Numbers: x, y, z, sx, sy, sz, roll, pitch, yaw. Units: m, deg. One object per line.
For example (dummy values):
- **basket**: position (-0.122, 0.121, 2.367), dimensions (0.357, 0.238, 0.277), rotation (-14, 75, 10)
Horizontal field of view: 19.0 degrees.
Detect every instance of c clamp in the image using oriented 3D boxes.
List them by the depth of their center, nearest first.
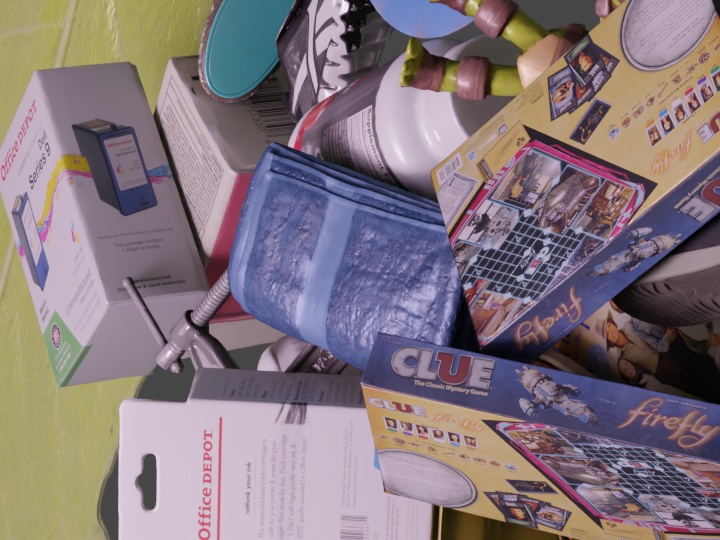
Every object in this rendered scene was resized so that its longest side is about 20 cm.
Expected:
- **c clamp**: position (-0.071, 0.019, 1.426), dimensions (0.200, 0.027, 0.171), rotation (-44, 65, 32)

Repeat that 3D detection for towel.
- **towel**: position (0.000, 0.000, 1.312), dimensions (0.199, 0.048, 0.112), rotation (23, 99, 39)

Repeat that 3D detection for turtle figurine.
- **turtle figurine**: position (0.112, -0.126, 1.239), dimensions (0.161, 0.064, 0.201), rotation (22, 113, 6)

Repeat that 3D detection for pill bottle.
- **pill bottle**: position (0.041, -0.084, 1.376), dimensions (0.200, 0.110, 0.111), rotation (-22, 79, 59)

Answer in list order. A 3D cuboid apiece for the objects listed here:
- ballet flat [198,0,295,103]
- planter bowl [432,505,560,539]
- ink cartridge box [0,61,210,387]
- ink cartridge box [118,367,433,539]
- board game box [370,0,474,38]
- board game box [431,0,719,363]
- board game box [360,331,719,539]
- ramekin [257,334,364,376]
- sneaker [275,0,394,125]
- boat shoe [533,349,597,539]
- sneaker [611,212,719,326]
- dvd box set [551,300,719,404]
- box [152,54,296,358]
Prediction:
- **ballet flat**: position (-0.063, -0.219, 1.549), dimensions (0.075, 0.067, 0.201), rotation (-111, 41, -72)
- **planter bowl**: position (0.088, 0.147, 1.351), dimensions (0.200, 0.083, 0.202), rotation (4, -90, -89)
- **ink cartridge box**: position (-0.198, -0.035, 1.614), dimensions (0.145, 0.087, 0.201), rotation (-50, 52, 54)
- **ink cartridge box**: position (-0.051, 0.127, 1.372), dimensions (0.067, 0.199, 0.117), rotation (-80, -7, -72)
- **board game box**: position (0.065, -0.245, 1.359), dimensions (0.158, 0.039, 0.201), rotation (10, 94, 55)
- **board game box**: position (0.129, -0.059, 1.144), dimensions (0.200, 0.035, 0.136), rotation (-41, 42, 28)
- **board game box**: position (0.105, 0.100, 1.164), dimensions (0.136, 0.199, 0.035), rotation (79, -154, -58)
- **ramekin**: position (-0.019, 0.131, 1.503), dimensions (0.202, 0.094, 0.204), rotation (-179, 90, -76)
- **sneaker**: position (-0.019, -0.173, 1.489), dimensions (0.090, 0.066, 0.201), rotation (35, 131, 33)
- **boat shoe**: position (0.143, 0.130, 1.252), dimensions (0.200, 0.068, 0.072), rotation (49, 164, 29)
- **sneaker**: position (0.218, -0.040, 1.121), dimensions (0.199, 0.075, 0.107), rotation (-10, 58, 43)
- **dvd box set**: position (0.174, 0.034, 1.258), dimensions (0.200, 0.029, 0.147), rotation (37, 129, 50)
- **box**: position (-0.096, -0.051, 1.626), dimensions (0.128, 0.108, 0.201), rotation (60, 144, 34)
